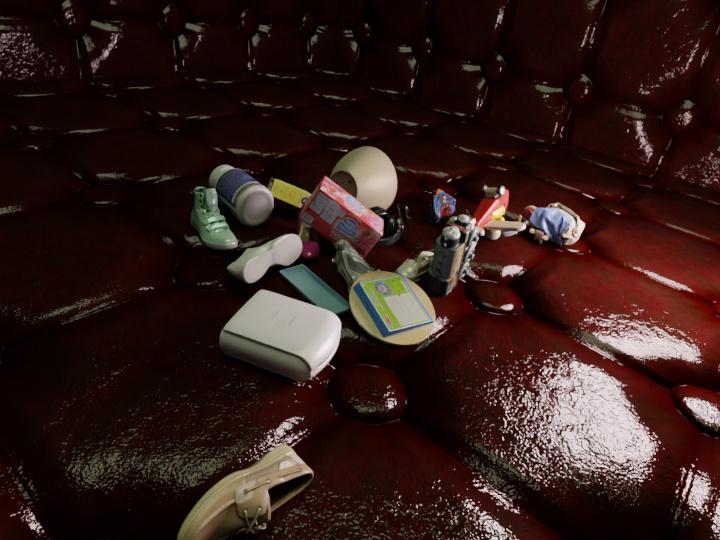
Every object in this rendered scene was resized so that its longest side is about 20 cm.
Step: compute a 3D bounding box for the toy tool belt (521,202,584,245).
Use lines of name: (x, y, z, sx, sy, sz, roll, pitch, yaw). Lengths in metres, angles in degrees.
toy tool belt: (0.567, -0.145, 1.580, 0.198, 0.127, 0.122, 31, 28, 33)

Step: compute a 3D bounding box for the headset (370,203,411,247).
headset: (0.075, -0.124, 1.478, 0.122, 0.095, 0.200, 27, 50, 28)

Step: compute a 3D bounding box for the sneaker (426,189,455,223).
sneaker: (0.260, -0.202, 1.638, 0.077, 0.077, 0.201, 18, 33, 9)

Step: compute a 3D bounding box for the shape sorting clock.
shape sorting clock: (0.068, 0.079, 1.120, 0.196, 0.040, 0.202, 15, 41, -14)

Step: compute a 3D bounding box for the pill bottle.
pill bottle: (-0.336, -0.213, 1.441, 0.114, 0.118, 0.199, -17, 40, -37)

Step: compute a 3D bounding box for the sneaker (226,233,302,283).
sneaker: (-0.227, -0.039, 1.231, 0.087, 0.077, 0.199, 13, 30, 38)

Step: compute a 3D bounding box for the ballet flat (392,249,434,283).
ballet flat: (0.132, -0.007, 1.281, 0.067, 0.065, 0.198, 29, 36, 31)

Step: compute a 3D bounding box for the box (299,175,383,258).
box: (-0.045, -0.132, 1.327, 0.198, 0.100, 0.096, 35, 27, -14)

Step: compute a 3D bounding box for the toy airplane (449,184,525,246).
toy airplane: (0.368, -0.136, 1.519, 0.196, 0.142, 0.202, -26, 38, 15)

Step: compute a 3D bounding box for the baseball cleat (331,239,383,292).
baseball cleat: (0.000, 0.000, 1.243, 0.104, 0.071, 0.202, 3, 40, -23)

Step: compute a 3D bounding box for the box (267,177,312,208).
box: (-0.165, -0.203, 1.478, 0.196, 0.051, 0.075, 22, 8, -4)

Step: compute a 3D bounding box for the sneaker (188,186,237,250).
sneaker: (-0.371, -0.136, 1.300, 0.073, 0.120, 0.199, -16, 40, -40)

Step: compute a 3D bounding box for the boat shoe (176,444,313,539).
boat shoe: (-0.143, 0.302, 0.678, 0.064, 0.073, 0.198, 27, 33, 30)

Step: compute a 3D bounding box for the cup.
cup: (-0.012, -0.246, 1.490, 0.197, 0.204, 0.143, 24, 28, 24)

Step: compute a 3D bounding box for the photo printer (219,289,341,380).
photo printer: (-0.140, 0.121, 0.982, 0.196, 0.071, 0.167, 17, 31, 13)

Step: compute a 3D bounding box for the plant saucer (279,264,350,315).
plant saucer: (-0.103, 0.047, 1.171, 0.069, 0.019, 0.199, -17, 39, -37)

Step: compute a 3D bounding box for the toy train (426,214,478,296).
toy train: (0.214, -0.033, 1.228, 0.084, 0.203, 0.114, 31, 50, 24)

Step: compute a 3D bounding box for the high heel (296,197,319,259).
high heel: (-0.138, -0.109, 1.341, 0.066, 0.098, 0.201, 1, 31, -14)
